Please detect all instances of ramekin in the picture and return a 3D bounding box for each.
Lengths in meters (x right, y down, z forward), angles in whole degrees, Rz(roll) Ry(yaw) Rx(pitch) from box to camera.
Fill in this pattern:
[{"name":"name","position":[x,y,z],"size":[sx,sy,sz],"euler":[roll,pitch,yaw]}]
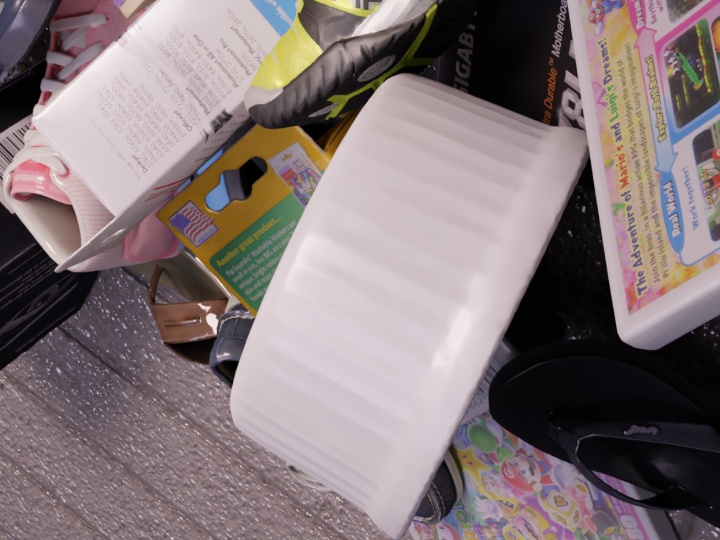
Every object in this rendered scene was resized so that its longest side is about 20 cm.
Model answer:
[{"name":"ramekin","position":[0.020,0.010,0.732],"size":[0.097,0.201,0.201],"euler":[26,137,5]}]

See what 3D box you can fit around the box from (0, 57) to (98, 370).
[{"name":"box","position":[-0.247,-0.019,1.081],"size":[0.104,0.148,0.200],"euler":[44,140,6]}]

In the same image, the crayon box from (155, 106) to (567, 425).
[{"name":"crayon box","position":[0.000,0.000,0.882],"size":[0.200,0.052,0.125],"euler":[46,133,-10]}]

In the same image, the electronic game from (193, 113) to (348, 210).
[{"name":"electronic game","position":[-0.022,-0.040,0.938],"size":[0.199,0.042,0.202],"euler":[24,134,28]}]

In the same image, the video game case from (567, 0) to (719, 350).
[{"name":"video game case","position":[0.149,-0.097,0.579],"size":[0.024,0.202,0.182],"euler":[18,144,-33]}]

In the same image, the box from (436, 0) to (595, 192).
[{"name":"box","position":[0.131,-0.123,0.728],"size":[0.197,0.050,0.201],"euler":[28,135,23]}]

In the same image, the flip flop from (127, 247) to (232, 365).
[{"name":"flip flop","position":[-0.093,0.039,1.038],"size":[0.200,0.058,0.081],"euler":[42,160,11]}]

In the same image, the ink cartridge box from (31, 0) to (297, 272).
[{"name":"ink cartridge box","position":[-0.090,-0.094,0.824],"size":[0.200,0.116,0.068],"euler":[-42,91,9]}]

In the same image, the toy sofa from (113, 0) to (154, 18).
[{"name":"toy sofa","position":[-0.076,-0.219,0.805],"size":[0.083,0.097,0.200],"euler":[51,141,-3]}]

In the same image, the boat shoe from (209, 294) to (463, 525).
[{"name":"boat shoe","position":[-0.013,0.094,0.961],"size":[0.074,0.062,0.200],"euler":[-18,124,36]}]

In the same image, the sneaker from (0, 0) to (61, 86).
[{"name":"sneaker","position":[-0.239,-0.149,0.952],"size":[0.082,0.071,0.199],"euler":[37,154,-23]}]

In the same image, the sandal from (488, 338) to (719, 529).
[{"name":"sandal","position":[0.160,0.095,0.824],"size":[0.198,0.043,0.076],"euler":[24,128,-1]}]

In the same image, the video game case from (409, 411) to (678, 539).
[{"name":"video game case","position":[0.089,0.128,0.984],"size":[0.199,0.018,0.144],"euler":[-11,112,47]}]

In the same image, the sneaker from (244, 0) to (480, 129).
[{"name":"sneaker","position":[0.016,-0.139,0.716],"size":[0.200,0.075,0.077],"euler":[-40,79,26]}]

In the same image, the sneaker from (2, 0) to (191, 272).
[{"name":"sneaker","position":[-0.164,-0.095,0.956],"size":[0.075,0.104,0.203],"euler":[0,104,43]}]
